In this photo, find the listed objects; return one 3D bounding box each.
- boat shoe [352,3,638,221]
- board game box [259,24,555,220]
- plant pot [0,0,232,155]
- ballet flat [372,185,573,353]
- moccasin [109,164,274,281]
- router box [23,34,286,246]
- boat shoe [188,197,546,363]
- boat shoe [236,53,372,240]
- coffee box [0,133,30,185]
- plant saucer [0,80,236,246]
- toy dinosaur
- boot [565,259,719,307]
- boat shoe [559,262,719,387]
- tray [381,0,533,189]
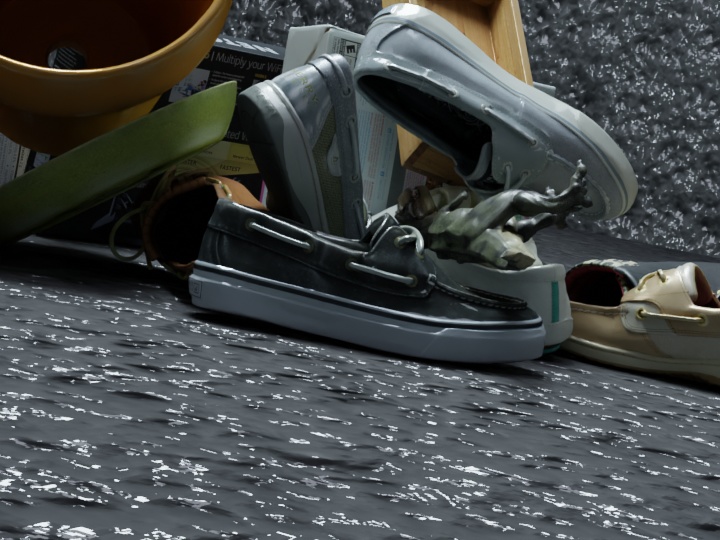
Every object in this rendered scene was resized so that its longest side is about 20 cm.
[{"bbox_3d":[0.079,-0.080,1.072,0.200,0.072,0.070,35,-32,-10],"label":"boat shoe"},{"bbox_3d":[0.035,-0.080,1.239,0.199,0.148,0.064,11,-1,-32],"label":"board game box"},{"bbox_3d":[-0.181,-0.165,1.069,0.199,0.201,0.183,10,-23,-7],"label":"plant pot"},{"bbox_3d":[0.070,-0.017,1.097,0.069,0.070,0.200,7,19,-35],"label":"ballet flat"},{"bbox_3d":[-0.103,-0.025,1.059,0.078,0.074,0.201,27,6,-27],"label":"moccasin"},{"bbox_3d":[-0.136,-0.096,1.268,0.199,0.158,0.052,7,18,-38],"label":"router box"},{"bbox_3d":[0.009,0.004,0.945,0.199,0.071,0.072,11,4,-9],"label":"boat shoe"},{"bbox_3d":[-0.019,-0.048,1.037,0.074,0.065,0.202,51,-12,36],"label":"boat shoe"},{"bbox_3d":[-0.299,-0.085,1.268,0.114,0.080,0.200,15,7,41],"label":"coffee box"},{"bbox_3d":[-0.160,-0.061,1.080,0.199,0.031,0.200,-27,4,2],"label":"plant saucer"},{"bbox_3d":[0.084,-0.027,0.987,0.088,0.048,0.200,-23,13,-13],"label":"toy dinosaur"},{"bbox_3d":[0.241,0.033,1.144,0.153,0.074,0.203,4,4,-35],"label":"boot"},{"bbox_3d":[0.200,0.030,1.064,0.199,0.070,0.074,11,6,24],"label":"boat shoe"},{"bbox_3d":[0.067,-0.137,1.183,0.098,0.201,0.037,19,-44,-26],"label":"tray"}]
